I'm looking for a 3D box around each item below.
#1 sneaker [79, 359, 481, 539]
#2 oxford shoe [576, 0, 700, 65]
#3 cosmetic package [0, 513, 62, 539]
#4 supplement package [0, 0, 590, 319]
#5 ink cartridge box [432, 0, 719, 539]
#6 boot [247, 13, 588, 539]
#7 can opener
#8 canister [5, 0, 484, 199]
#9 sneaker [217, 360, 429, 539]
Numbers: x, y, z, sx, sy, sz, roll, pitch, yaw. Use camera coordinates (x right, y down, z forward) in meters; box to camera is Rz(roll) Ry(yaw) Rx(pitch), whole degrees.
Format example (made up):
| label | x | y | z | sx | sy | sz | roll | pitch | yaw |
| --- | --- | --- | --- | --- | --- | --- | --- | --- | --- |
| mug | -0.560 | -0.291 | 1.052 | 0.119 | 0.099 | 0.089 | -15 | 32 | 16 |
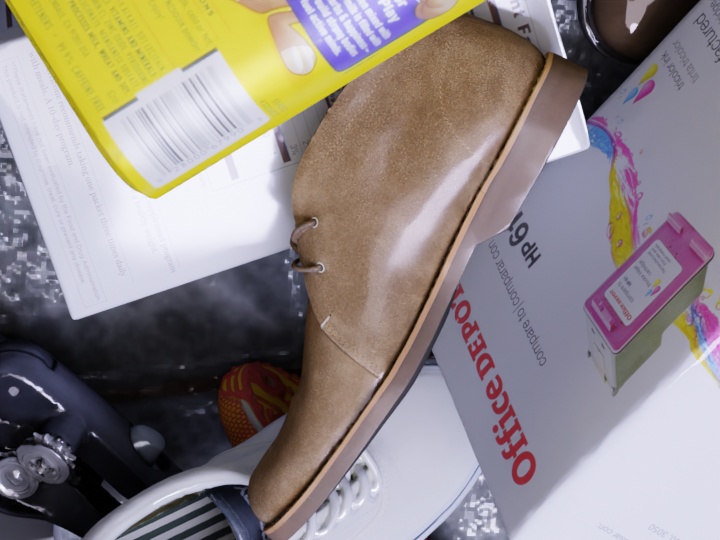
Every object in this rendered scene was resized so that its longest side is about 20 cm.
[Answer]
| label | x | y | z | sx | sy | sz | roll | pitch | yaw |
| --- | --- | --- | --- | --- | --- | --- | --- | --- | --- |
| sneaker | -0.027 | 0.093 | 1.064 | 0.200 | 0.071 | 0.073 | -30 | 87 | -20 |
| oxford shoe | 0.156 | -0.153 | 1.060 | 0.073 | 0.084 | 0.200 | 35 | 105 | -21 |
| cosmetic package | -0.152 | 0.194 | 1.177 | 0.082 | 0.051 | 0.200 | -9 | 113 | -5 |
| supplement package | -0.031 | -0.078 | 1.048 | 0.200 | 0.114 | 0.110 | -18 | 112 | 0 |
| ink cartridge box | 0.126 | 0.006 | 1.041 | 0.085 | 0.145 | 0.200 | 28 | 114 | -32 |
| boot | 0.000 | 0.000 | 0.995 | 0.075 | 0.074 | 0.200 | 27 | 100 | -4 |
| can opener | -0.082 | 0.099 | 1.119 | 0.200 | 0.079 | 0.063 | 44 | 121 | -13 |
| canister | -0.021 | -0.132 | 0.922 | 0.200 | 0.087 | 0.149 | -30 | 95 | 10 |
| sneaker | -0.005 | 0.125 | 1.160 | 0.077 | 0.073 | 0.200 | -27 | 108 | 24 |
